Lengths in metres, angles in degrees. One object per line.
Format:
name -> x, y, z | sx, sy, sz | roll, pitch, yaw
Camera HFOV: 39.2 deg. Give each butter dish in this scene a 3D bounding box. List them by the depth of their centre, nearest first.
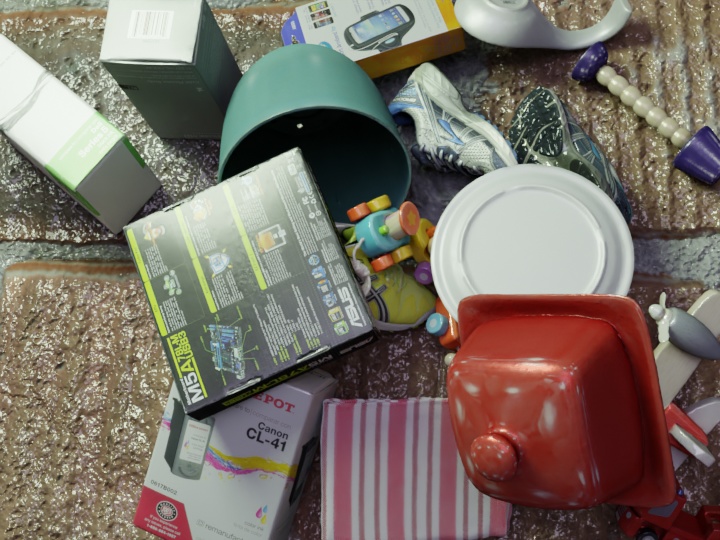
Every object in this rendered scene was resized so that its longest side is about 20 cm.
butter dish -> 0.149, 0.133, 0.879 | 0.198, 0.147, 0.202 | -1, 108, 42

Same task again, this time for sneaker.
sneaker -> 0.000, 0.000, 1.053 | 0.199, 0.077, 0.076 | 24, 39, -20
sneaker -> 0.231, -0.116, 1.111 | 0.078, 0.086, 0.201 | -46, 48, 34
sneaker -> 0.105, -0.137, 1.127 | 0.085, 0.077, 0.200 | -40, 64, -2

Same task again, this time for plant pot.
plant pot -> -0.057, -0.144, 1.080 | 0.199, 0.201, 0.162 | -13, 48, 2

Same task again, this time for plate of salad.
plate of salad -> 0.169, -0.011, 1.005 | 0.198, 0.048, 0.202 | -2, 69, 6

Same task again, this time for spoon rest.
spoon rest -> 0.202, -0.283, 1.144 | 0.198, 0.061, 0.100 | 0, 48, -8

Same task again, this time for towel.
towel -> 0.057, 0.196, 1.001 | 0.198, 0.030, 0.148 | 0, 97, -11

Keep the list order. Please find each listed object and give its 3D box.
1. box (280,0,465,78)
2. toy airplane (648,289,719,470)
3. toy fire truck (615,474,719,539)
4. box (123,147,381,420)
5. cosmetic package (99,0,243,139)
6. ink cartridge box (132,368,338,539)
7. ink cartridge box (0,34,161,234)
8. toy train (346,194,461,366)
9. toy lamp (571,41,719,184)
box -> 0.011, -0.277, 1.171 | 0.198, 0.042, 0.120 | -18, 54, 2
toy airplane -> 0.267, 0.125, 0.992 | 0.197, 0.141, 0.202 | -5, 91, 15
toy fire truck -> 0.360, 0.226, 0.961 | 0.199, 0.049, 0.142 | 25, 108, -6
box -> -0.105, 0.011, 0.955 | 0.192, 0.048, 0.201 | -25, 71, 4
cosmetic package -> -0.199, -0.219, 1.111 | 0.106, 0.200, 0.091 | 2, 72, 9
ink cartridge box -> -0.126, 0.181, 1.012 | 0.146, 0.086, 0.202 | 19, 102, 12
ink cartridge box -> -0.336, -0.150, 1.131 | 0.200, 0.146, 0.084 | 39, 81, 14
toy train -> 0.066, 0.002, 1.036 | 0.055, 0.199, 0.151 | -25, 50, 34
toy lamp -> 0.323, -0.171, 1.118 | 0.058, 0.058, 0.200 | -45, 73, -8
